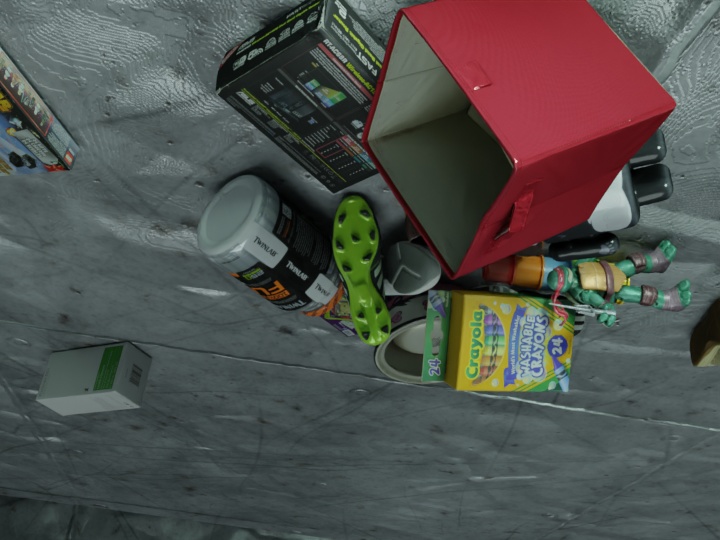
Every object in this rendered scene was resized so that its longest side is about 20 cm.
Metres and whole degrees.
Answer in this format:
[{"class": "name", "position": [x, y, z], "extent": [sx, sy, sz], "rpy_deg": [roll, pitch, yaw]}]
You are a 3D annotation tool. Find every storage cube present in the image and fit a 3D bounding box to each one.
[{"class": "storage cube", "position": [0.130, -0.133, 0.668], "extent": [0.178, 0.201, 0.172], "rpy_deg": [-21, 156, -23]}]

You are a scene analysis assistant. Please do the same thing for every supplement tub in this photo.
[{"class": "supplement tub", "position": [-0.109, -0.025, 0.984], "extent": [0.121, 0.124, 0.200], "rpy_deg": [-17, 141, 32]}]

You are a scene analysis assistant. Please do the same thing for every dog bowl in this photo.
[{"class": "dog bowl", "position": [0.114, 0.098, 1.162], "extent": [0.197, 0.075, 0.201], "rpy_deg": [-5, 142, -4]}]

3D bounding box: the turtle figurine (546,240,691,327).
[{"class": "turtle figurine", "position": [0.316, 0.006, 0.954], "extent": [0.197, 0.152, 0.101], "rpy_deg": [1, 162, -13]}]

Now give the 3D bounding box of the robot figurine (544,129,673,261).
[{"class": "robot figurine", "position": [0.235, -0.098, 0.816], "extent": [0.197, 0.153, 0.125], "rpy_deg": [-11, 161, 24]}]

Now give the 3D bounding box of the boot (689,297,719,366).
[{"class": "boot", "position": [0.602, 0.095, 1.107], "extent": [0.153, 0.074, 0.201], "rpy_deg": [4, 150, 4]}]

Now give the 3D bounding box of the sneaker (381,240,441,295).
[{"class": "sneaker", "position": [0.069, 0.000, 1.026], "extent": [0.079, 0.072, 0.200], "rpy_deg": [3, 176, -21]}]

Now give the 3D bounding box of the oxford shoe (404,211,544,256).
[{"class": "oxford shoe", "position": [0.148, -0.040, 0.966], "extent": [0.197, 0.073, 0.071], "rpy_deg": [12, 148, -10]}]

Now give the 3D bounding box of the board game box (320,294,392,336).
[{"class": "board game box", "position": [-0.028, 0.043, 1.168], "extent": [0.119, 0.033, 0.200], "rpy_deg": [-12, 145, 33]}]

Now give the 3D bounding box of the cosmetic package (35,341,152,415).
[{"class": "cosmetic package", "position": [-0.518, 0.214, 1.443], "extent": [0.197, 0.109, 0.085], "rpy_deg": [-10, 145, 21]}]

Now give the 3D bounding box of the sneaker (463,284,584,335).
[{"class": "sneaker", "position": [0.215, 0.060, 1.080], "extent": [0.197, 0.076, 0.115], "rpy_deg": [9, -177, -15]}]

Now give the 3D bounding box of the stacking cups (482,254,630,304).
[{"class": "stacking cups", "position": [0.271, 0.003, 1.041], "extent": [0.197, 0.061, 0.061], "rpy_deg": [9, 149, 4]}]

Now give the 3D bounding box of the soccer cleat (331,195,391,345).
[{"class": "soccer cleat", "position": [0.000, 0.000, 0.993], "extent": [0.066, 0.203, 0.081], "rpy_deg": [-10, -171, -3]}]

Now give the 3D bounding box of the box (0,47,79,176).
[{"class": "box", "position": [-0.439, -0.189, 0.855], "extent": [0.135, 0.040, 0.201], "rpy_deg": [-1, 147, 13]}]

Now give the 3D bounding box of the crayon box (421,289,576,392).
[{"class": "crayon box", "position": [0.186, 0.094, 0.989], "extent": [0.197, 0.128, 0.052], "rpy_deg": [3, -175, -15]}]

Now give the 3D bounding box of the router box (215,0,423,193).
[{"class": "router box", "position": [-0.030, -0.180, 0.781], "extent": [0.148, 0.063, 0.199], "rpy_deg": [-18, 141, 34]}]
